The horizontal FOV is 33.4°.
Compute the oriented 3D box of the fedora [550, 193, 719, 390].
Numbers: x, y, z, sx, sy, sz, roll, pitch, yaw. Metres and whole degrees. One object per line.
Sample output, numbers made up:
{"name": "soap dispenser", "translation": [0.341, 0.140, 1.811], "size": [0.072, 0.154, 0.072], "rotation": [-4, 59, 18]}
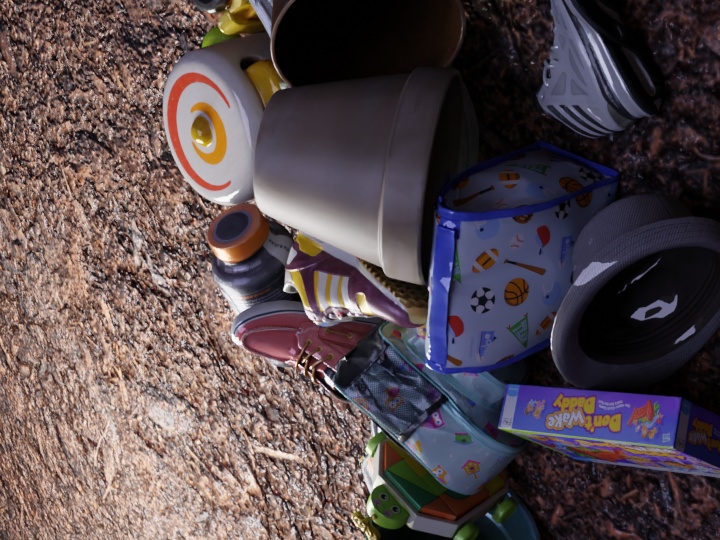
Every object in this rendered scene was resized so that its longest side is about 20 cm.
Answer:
{"name": "fedora", "translation": [0.244, 0.008, 1.071], "size": [0.202, 0.174, 0.091], "rotation": [101, 160, -44]}

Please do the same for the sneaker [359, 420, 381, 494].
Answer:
{"name": "sneaker", "translation": [0.027, 0.220, 1.453], "size": [0.089, 0.070, 0.203], "rotation": [4, 112, 44]}

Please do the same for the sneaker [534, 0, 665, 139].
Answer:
{"name": "sneaker", "translation": [0.180, -0.209, 1.080], "size": [0.115, 0.075, 0.203], "rotation": [-28, 88, 48]}

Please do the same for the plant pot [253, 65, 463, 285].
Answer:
{"name": "plant pot", "translation": [-0.004, -0.099, 1.128], "size": [0.170, 0.201, 0.203], "rotation": [10, 119, 10]}

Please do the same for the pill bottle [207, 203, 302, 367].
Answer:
{"name": "pill bottle", "translation": [-0.109, 0.015, 1.425], "size": [0.105, 0.106, 0.201], "rotation": [22, 151, 40]}

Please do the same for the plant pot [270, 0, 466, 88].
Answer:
{"name": "plant pot", "translation": [-0.007, -0.298, 1.169], "size": [0.187, 0.184, 0.203], "rotation": [-52, 39, 46]}

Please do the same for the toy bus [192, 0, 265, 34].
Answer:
{"name": "toy bus", "translation": [-0.103, -0.382, 1.288], "size": [0.190, 0.135, 0.203], "rotation": [-22, 93, 40]}

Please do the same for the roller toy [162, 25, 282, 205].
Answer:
{"name": "roller toy", "translation": [-0.138, -0.175, 1.403], "size": [0.198, 0.139, 0.185], "rotation": [26, 126, 37]}

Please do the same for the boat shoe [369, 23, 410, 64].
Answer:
{"name": "boat shoe", "translation": [0.001, -0.190, 1.302], "size": [0.093, 0.074, 0.202], "rotation": [49, 129, 28]}

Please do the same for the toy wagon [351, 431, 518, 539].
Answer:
{"name": "toy wagon", "translation": [0.074, 0.231, 1.304], "size": [0.155, 0.198, 0.040], "rotation": [43, 133, 25]}

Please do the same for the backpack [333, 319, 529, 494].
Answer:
{"name": "backpack", "translation": [0.094, 0.124, 1.255], "size": [0.153, 0.176, 0.201], "rotation": [-40, 88, 20]}

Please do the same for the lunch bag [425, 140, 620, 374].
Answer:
{"name": "lunch bag", "translation": [0.134, -0.012, 1.127], "size": [0.123, 0.198, 0.173], "rotation": [25, 126, 37]}

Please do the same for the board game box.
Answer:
{"name": "board game box", "translation": [0.247, 0.150, 1.126], "size": [0.198, 0.133, 0.046], "rotation": [-1, 70, 49]}

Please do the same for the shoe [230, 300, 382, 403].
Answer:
{"name": "shoe", "translation": [-0.049, 0.094, 1.372], "size": [0.092, 0.196, 0.072], "rotation": [-100, 20, -49]}

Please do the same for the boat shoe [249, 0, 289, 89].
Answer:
{"name": "boat shoe", "translation": [-0.074, -0.224, 1.264], "size": [0.075, 0.064, 0.205], "rotation": [-112, 5, -68]}

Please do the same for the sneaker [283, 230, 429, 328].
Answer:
{"name": "sneaker", "translation": [-0.005, 0.026, 1.209], "size": [0.199, 0.074, 0.091], "rotation": [37, 111, 45]}

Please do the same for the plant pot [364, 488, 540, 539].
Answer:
{"name": "plant pot", "translation": [0.089, 0.360, 1.369], "size": [0.200, 0.199, 0.198], "rotation": [41, 141, 28]}

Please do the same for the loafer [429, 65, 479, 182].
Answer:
{"name": "loafer", "translation": [0.082, -0.111, 1.240], "size": [0.069, 0.069, 0.204], "rotation": [9, 114, 45]}
